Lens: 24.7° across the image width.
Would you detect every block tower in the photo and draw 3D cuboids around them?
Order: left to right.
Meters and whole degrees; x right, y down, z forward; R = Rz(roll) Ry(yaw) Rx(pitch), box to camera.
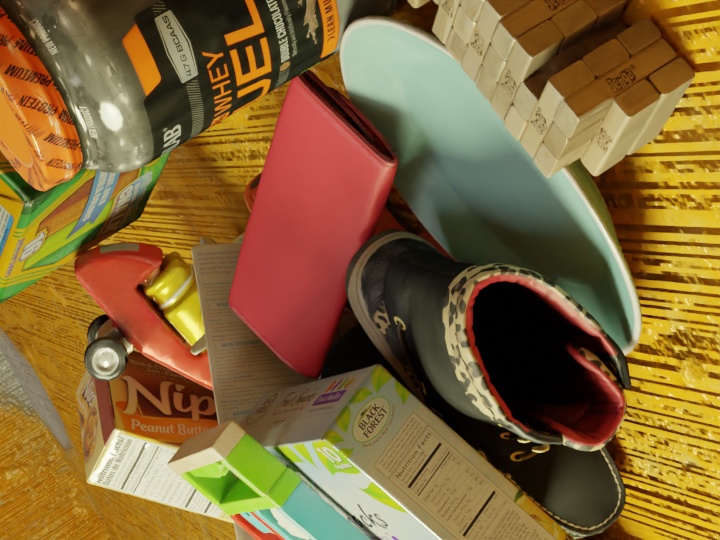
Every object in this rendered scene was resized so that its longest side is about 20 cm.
[{"bbox_3d":[0.047,-0.130,0.660,0.200,0.054,0.058,53,160,14],"label":"block tower"}]

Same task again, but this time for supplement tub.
[{"bbox_3d":[-0.090,-0.128,0.778,0.123,0.199,0.123,49,160,24],"label":"supplement tub"}]

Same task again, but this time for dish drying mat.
[{"bbox_3d":[-0.028,-0.020,0.891,0.077,0.018,0.200,46,144,19],"label":"dish drying mat"}]

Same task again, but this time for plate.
[{"bbox_3d":[0.064,-0.042,0.769,0.200,0.026,0.200,45,165,15],"label":"plate"}]

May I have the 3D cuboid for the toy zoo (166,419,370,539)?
[{"bbox_3d":[-0.013,0.158,0.893,0.200,0.020,0.131,41,162,-7],"label":"toy zoo"}]

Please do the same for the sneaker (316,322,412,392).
[{"bbox_3d":[0.049,0.113,0.982,0.200,0.091,0.076,52,159,13],"label":"sneaker"}]

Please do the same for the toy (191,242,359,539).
[{"bbox_3d":[-0.043,0.084,1.008,0.047,0.115,0.201,-34,64,55],"label":"toy"}]

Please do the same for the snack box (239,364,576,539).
[{"bbox_3d":[0.014,0.120,0.873,0.142,0.053,0.200,43,161,-9],"label":"snack box"}]

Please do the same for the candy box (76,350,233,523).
[{"bbox_3d":[-0.109,0.131,1.232,0.055,0.199,0.116,-61,25,21],"label":"candy box"}]

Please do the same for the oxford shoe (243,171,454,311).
[{"bbox_3d":[0.000,0.000,0.957,0.200,0.071,0.073,40,156,42],"label":"oxford shoe"}]

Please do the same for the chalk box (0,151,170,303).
[{"bbox_3d":[-0.213,-0.090,1.152,0.124,0.200,0.125,44,138,12],"label":"chalk box"}]

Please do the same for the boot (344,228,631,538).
[{"bbox_3d":[0.083,0.065,0.800,0.200,0.073,0.150,53,168,-13],"label":"boot"}]

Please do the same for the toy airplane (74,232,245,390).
[{"bbox_3d":[-0.086,0.042,1.182,0.200,0.142,0.199,35,-170,32],"label":"toy airplane"}]
